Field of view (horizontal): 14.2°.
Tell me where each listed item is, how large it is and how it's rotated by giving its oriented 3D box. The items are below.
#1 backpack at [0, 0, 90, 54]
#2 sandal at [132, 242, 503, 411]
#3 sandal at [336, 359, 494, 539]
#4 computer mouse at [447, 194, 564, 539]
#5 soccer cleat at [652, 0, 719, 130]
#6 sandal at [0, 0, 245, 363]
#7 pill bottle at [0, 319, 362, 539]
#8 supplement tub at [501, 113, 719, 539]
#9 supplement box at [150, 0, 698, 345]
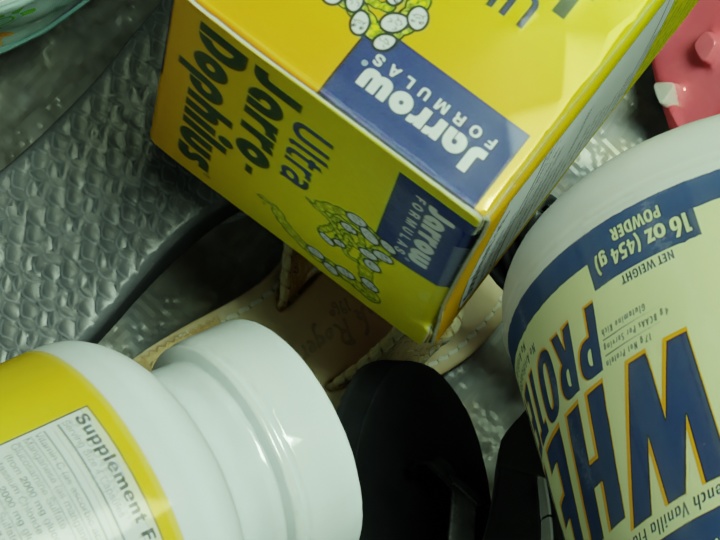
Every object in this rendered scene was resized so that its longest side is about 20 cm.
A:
[{"bbox_3d":[-0.110,-0.164,0.857,0.200,0.151,0.178,-44,92,-13],"label":"backpack"},{"bbox_3d":[0.004,0.005,0.937,0.211,0.070,0.078,-38,89,-34],"label":"sandal"},{"bbox_3d":[0.031,0.125,0.900,0.076,0.043,0.202,13,67,-52],"label":"sandal"},{"bbox_3d":[0.060,0.063,0.892,0.141,0.046,0.201,60,30,-31],"label":"computer mouse"},{"bbox_3d":[0.147,-0.051,1.037,0.076,0.066,0.202,18,67,-48],"label":"soccer cleat"},{"bbox_3d":[-0.055,-0.041,0.914,0.200,0.043,0.076,-36,81,-9],"label":"sandal"},{"bbox_3d":[-0.102,0.087,0.814,0.199,0.112,0.113,-24,81,-29],"label":"pill bottle"},{"bbox_3d":[0.129,0.071,0.803,0.144,0.145,0.201,1,57,-27],"label":"supplement tub"},{"bbox_3d":[0.042,-0.098,0.849,0.109,0.109,0.200,36,69,6],"label":"supplement box"}]
